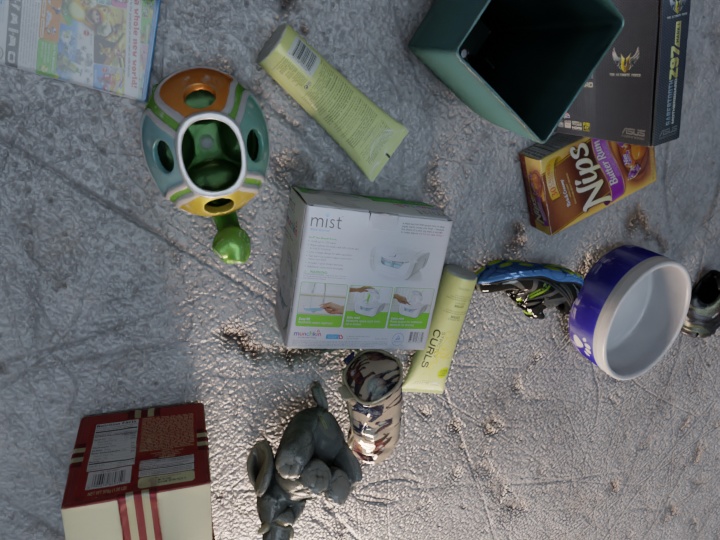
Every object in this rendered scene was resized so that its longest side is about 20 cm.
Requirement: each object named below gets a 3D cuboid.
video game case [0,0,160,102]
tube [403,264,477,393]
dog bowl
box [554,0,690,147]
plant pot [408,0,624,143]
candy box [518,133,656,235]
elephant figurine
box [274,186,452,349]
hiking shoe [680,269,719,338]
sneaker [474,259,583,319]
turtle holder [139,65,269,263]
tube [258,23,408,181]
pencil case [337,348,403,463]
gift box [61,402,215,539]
[{"bbox_3d":[-0.300,-0.265,0.536,0.193,0.018,0.148,9,105,-23],"label":"video game case"},{"bbox_3d":[0.120,0.095,0.816,0.057,0.052,0.206,23,111,18],"label":"tube"},{"bbox_3d":[0.435,0.067,0.891,0.194,0.079,0.207,-12,117,-24],"label":"dog bowl"},{"bbox_3d":[0.289,-0.246,0.663,0.049,0.199,0.163,-17,116,-19],"label":"box"},{"bbox_3d":[0.142,-0.254,0.604,0.139,0.200,0.143,32,97,-27],"label":"plant pot"},{"bbox_3d":[0.332,-0.150,0.798,0.195,0.057,0.120,-26,117,-8],"label":"candy box"},{"bbox_3d":[-0.102,0.296,0.768,0.142,0.155,0.200,47,120,5],"label":"elephant figurine"},{"bbox_3d":[0.000,0.000,0.705,0.193,0.097,0.183,3,108,-21],"label":"box"},{"bbox_3d":[0.654,0.047,0.982,0.194,0.076,0.104,-19,119,-12],"label":"hiking shoe"},{"bbox_3d":[0.254,0.031,0.827,0.193,0.071,0.086,7,102,-26],"label":"sneaker"},{"bbox_3d":[-0.164,-0.112,0.580,0.137,0.132,0.191,13,105,-25],"label":"turtle holder"},{"bbox_3d":[-0.030,-0.193,0.643,0.057,0.053,0.198,-25,131,38],"label":"tube"},{"bbox_3d":[0.013,0.191,0.752,0.086,0.079,0.204,-14,140,-10],"label":"pencil case"},{"bbox_3d":[-0.266,0.303,0.665,0.177,0.201,0.194,-1,112,-14],"label":"gift box"}]
